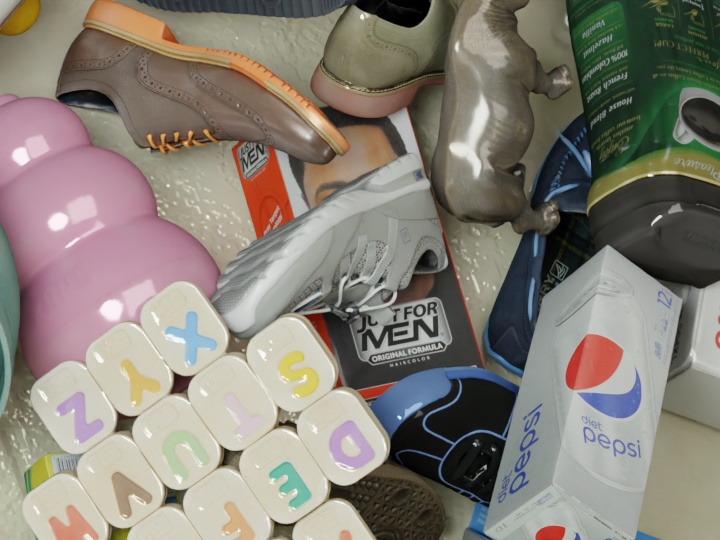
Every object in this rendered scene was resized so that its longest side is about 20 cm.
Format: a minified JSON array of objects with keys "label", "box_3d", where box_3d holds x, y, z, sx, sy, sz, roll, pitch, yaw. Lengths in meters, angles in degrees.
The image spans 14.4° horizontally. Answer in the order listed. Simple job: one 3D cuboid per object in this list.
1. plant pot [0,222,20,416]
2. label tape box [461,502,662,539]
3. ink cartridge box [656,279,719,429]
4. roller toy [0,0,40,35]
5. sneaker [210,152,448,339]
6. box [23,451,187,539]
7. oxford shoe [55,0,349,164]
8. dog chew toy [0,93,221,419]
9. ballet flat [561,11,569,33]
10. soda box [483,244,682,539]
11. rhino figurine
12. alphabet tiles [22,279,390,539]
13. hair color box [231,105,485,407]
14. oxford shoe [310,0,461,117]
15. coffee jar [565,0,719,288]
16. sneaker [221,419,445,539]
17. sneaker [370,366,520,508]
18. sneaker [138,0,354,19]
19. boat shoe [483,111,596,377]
[{"label":"plant pot","box_3d":[-0.276,-0.001,1.571,0.200,0.200,0.134,28,37,-13]},{"label":"label tape box","box_3d":[0.124,0.230,1.728,0.143,0.066,0.201,23,67,-15]},{"label":"ink cartridge box","box_3d":[0.291,0.039,1.855,0.199,0.084,0.147,20,65,-16]},{"label":"roller toy","box_3d":[-0.243,-0.185,1.636,0.140,0.182,0.200,40,61,-8]},{"label":"sneaker","box_3d":[-0.007,-0.002,1.651,0.200,0.075,0.082,-34,95,-47]},{"label":"box","box_3d":[-0.117,0.201,1.641,0.117,0.048,0.201,-5,73,-26]},{"label":"oxford shoe","box_3d":[-0.095,-0.094,1.702,0.200,0.071,0.073,24,78,31]},{"label":"dog chew toy","box_3d":[-0.163,-0.015,1.655,0.124,0.125,0.200,-26,77,-29]},{"label":"ballet flat","box_3d":[0.146,-0.197,1.887,0.200,0.069,0.069,48,61,-4]},{"label":"soda box","box_3d":[0.133,0.083,1.676,0.063,0.068,0.200,35,44,-17]},{"label":"rhino figurine","box_3d":[0.085,-0.122,1.755,0.087,0.060,0.201,-2,97,-44]},{"label":"alphabet tiles","box_3d":[-0.087,0.114,1.575,0.200,0.015,0.196,-35,89,13]},{"label":"hair color box","box_3d":[0.000,0.000,1.752,0.101,0.061,0.201,-11,76,-27]},{"label":"oxford shoe","box_3d":[0.040,-0.158,1.782,0.071,0.074,0.200,25,31,14]},{"label":"coffee jar","box_3d":[0.188,-0.091,1.783,0.104,0.085,0.201,17,57,-35]},{"label":"sneaker","box_3d":[-0.023,0.120,1.673,0.071,0.076,0.200,-50,142,7]},{"label":"sneaker","box_3d":[0.091,0.113,1.710,0.200,0.070,0.078,12,32,-42]},{"label":"sneaker","box_3d":[-0.074,-0.196,1.746,0.082,0.199,0.070,-34,132,-53]},{"label":"boat shoe","box_3d":[0.146,-0.021,1.820,0.084,0.069,0.201,25,64,-15]}]
